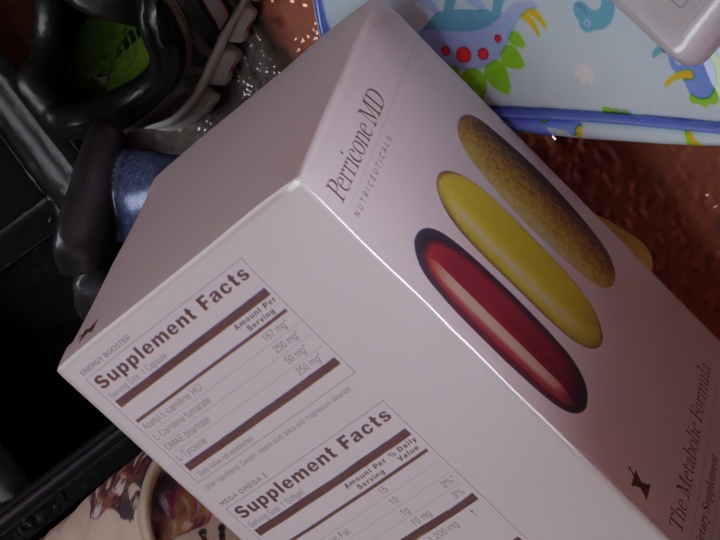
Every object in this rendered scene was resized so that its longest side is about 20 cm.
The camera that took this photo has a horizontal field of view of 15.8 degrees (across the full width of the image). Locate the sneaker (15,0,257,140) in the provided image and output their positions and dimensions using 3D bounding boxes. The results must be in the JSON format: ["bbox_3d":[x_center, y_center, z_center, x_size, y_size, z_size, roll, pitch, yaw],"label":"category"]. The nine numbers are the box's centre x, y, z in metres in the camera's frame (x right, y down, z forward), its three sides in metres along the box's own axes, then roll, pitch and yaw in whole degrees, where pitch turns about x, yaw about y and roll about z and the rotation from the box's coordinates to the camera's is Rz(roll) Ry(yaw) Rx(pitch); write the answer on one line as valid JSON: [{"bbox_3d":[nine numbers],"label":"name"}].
[{"bbox_3d":[-0.067,-0.121,0.886,0.074,0.087,0.201,36,127,16],"label":"sneaker"}]

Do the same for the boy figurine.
[{"bbox_3d":[0.000,0.000,0.894,0.198,0.065,0.125,12,154,9],"label":"boy figurine"}]

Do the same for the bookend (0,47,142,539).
[{"bbox_3d":[-0.183,0.025,0.954,0.200,0.198,0.092,53,159,4],"label":"bookend"}]

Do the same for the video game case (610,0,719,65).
[{"bbox_3d":[0.089,-0.190,0.701,0.182,0.022,0.200,46,110,22],"label":"video game case"}]

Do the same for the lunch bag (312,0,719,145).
[{"bbox_3d":[0.077,-0.119,0.790,0.199,0.082,0.162,5,111,32],"label":"lunch bag"}]

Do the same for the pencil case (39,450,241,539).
[{"bbox_3d":[-0.090,0.134,0.919,0.200,0.077,0.090,-40,64,41],"label":"pencil case"}]

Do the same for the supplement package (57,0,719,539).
[{"bbox_3d":[0.026,0.038,0.795,0.200,0.114,0.109,44,123,-16],"label":"supplement package"}]
